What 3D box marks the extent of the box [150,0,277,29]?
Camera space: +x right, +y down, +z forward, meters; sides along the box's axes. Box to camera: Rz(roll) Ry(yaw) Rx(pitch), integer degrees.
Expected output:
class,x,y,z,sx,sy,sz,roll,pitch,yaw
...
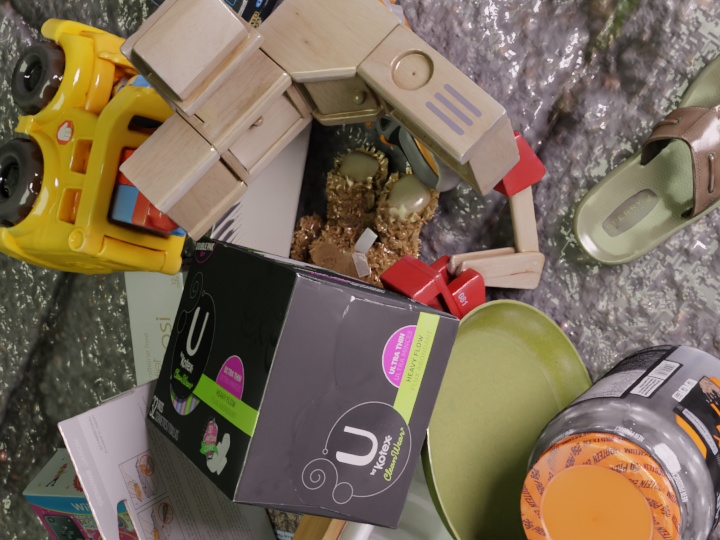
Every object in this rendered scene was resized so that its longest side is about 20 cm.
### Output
class,x,y,z,sx,sy,sz,roll,pitch,yaw
box,-0.138,-0.297,0.979,0.200,0.046,0.159,41,118,16

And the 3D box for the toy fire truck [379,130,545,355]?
class,x,y,z,sx,sy,sz,roll,pitch,yaw
toy fire truck,0.090,0.005,0.882,0.049,0.141,0.201,34,158,52

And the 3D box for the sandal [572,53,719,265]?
class,x,y,z,sx,sy,sz,roll,pitch,yaw
sandal,0.222,-0.071,0.811,0.080,0.057,0.201,48,120,12

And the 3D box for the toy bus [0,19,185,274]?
class,x,y,z,sx,sy,sz,roll,pitch,yaw
toy bus,-0.188,-0.094,0.953,0.191,0.135,0.201,7,84,44

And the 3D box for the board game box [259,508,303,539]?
class,x,y,z,sx,sy,sz,roll,pitch,yaw
board game box,-0.048,0.209,1.008,0.158,0.097,0.202,6,104,29

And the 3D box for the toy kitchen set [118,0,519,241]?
class,x,y,z,sx,sy,sz,roll,pitch,yaw
toy kitchen set,-0.038,-0.087,0.764,0.200,0.163,0.180,-46,68,-3

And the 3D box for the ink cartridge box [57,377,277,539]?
class,x,y,z,sx,sy,sz,roll,pitch,yaw
ink cartridge box,-0.145,0.185,0.898,0.045,0.176,0.201,-22,89,32

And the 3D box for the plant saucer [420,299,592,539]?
class,x,y,z,sx,sy,sz,roll,pitch,yaw
plant saucer,0.105,0.122,0.845,0.031,0.199,0.201,-14,94,43

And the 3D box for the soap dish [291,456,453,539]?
class,x,y,z,sx,sy,sz,roll,pitch,yaw
soap dish,0.028,0.201,0.896,0.081,0.157,0.201,16,75,54

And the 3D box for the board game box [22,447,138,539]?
class,x,y,z,sx,sy,sz,roll,pitch,yaw
board game box,-0.194,0.256,1.080,0.147,0.064,0.201,-5,122,32

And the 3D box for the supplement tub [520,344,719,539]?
class,x,y,z,sx,sy,sz,roll,pitch,yaw
supplement tub,0.187,0.129,0.793,0.122,0.200,0.123,7,105,29

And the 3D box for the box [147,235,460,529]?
class,x,y,z,sx,sy,sz,roll,pitch,yaw
box,-0.048,0.070,0.820,0.200,0.124,0.150,18,92,64

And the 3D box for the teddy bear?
class,x,y,z,sx,sy,sz,roll,pitch,yaw
teddy bear,0.000,0.000,0.961,0.144,0.067,0.202,7,97,24

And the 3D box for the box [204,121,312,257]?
class,x,y,z,sx,sy,sz,roll,pitch,yaw
box,-0.089,-0.046,0.967,0.068,0.082,0.201,8,103,-11

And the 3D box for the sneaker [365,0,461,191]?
class,x,y,z,sx,sy,sz,roll,pitch,yaw
sneaker,0.016,-0.141,0.910,0.077,0.078,0.201,-38,71,30

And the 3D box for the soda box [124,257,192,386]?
class,x,y,z,sx,sy,sz,roll,pitch,yaw
soda box,-0.156,0.092,1.066,0.068,0.064,0.202,1,102,30
